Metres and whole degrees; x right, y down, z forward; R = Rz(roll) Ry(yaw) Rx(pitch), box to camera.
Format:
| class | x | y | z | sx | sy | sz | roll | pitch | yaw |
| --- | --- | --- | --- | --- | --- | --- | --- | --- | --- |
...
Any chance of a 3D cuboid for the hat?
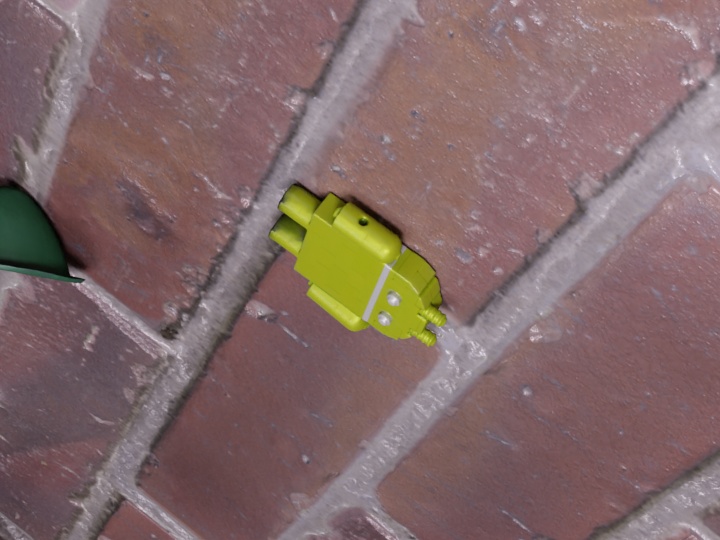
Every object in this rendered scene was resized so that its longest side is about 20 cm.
| class | x | y | z | sx | sy | sz | roll | pitch | yaw |
| --- | --- | --- | --- | --- | --- | --- | --- | --- | --- |
| hat | -0.397 | -0.088 | 2.363 | 0.165 | 0.178 | 0.199 | 10 | 179 | 40 |

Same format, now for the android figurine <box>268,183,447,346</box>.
| class | x | y | z | sx | sy | sz | roll | pitch | yaw |
| --- | --- | --- | --- | --- | --- | --- | --- | --- | --- |
| android figurine | 0.000 | 0.000 | 1.988 | 0.200 | 0.041 | 0.182 | 38 | 152 | 6 |
